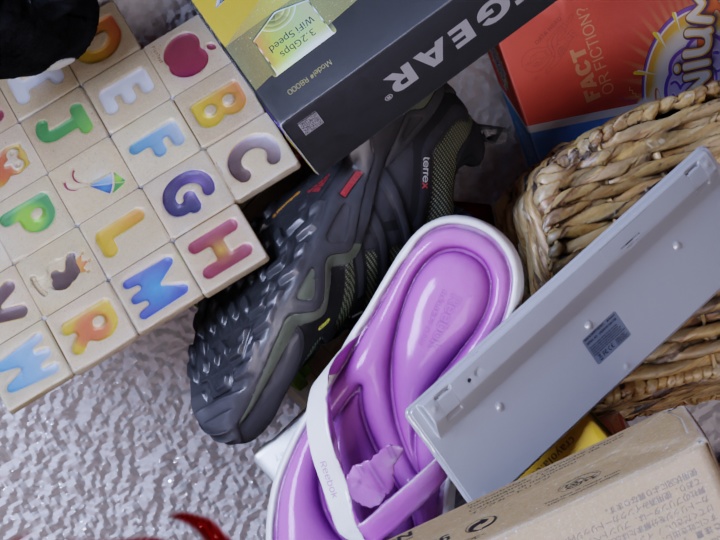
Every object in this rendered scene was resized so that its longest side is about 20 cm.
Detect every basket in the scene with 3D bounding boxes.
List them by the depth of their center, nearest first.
[{"bbox_3d":[0.165,-0.011,1.446,0.199,0.149,0.143,-12,83,-10],"label":"basket"}]

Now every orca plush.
[{"bbox_3d":[-0.153,-0.137,1.289,0.071,0.105,0.200,-1,151,22],"label":"orca plush"}]

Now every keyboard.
[{"bbox_3d":[0.103,0.024,1.314,0.200,0.011,0.056,-41,107,-25],"label":"keyboard"}]

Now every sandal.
[{"bbox_3d":[0.009,0.070,1.299,0.082,0.050,0.203,18,88,9],"label":"sandal"}]

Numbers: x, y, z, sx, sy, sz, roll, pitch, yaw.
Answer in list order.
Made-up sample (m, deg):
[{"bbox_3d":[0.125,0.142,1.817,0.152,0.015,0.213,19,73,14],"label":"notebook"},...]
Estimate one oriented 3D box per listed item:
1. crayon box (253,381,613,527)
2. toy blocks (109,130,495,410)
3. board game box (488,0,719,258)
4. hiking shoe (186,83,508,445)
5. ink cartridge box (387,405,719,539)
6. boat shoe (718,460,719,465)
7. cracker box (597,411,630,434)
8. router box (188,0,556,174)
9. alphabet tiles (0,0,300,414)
[{"bbox_3d":[0.065,0.115,1.336,0.126,0.052,0.200,-43,77,5],"label":"crayon box"},{"bbox_3d":[-0.017,-0.020,1.430,0.137,0.100,0.200,-47,117,-6],"label":"toy blocks"},{"bbox_3d":[0.171,-0.099,1.467,0.200,0.040,0.153,-24,117,-5],"label":"board game box"},{"bbox_3d":[0.000,0.000,1.354,0.101,0.076,0.200,34,79,-28],"label":"hiking shoe"},{"bbox_3d":[0.083,0.174,1.251,0.200,0.075,0.165,-24,100,2],"label":"ink cartridge box"},{"bbox_3d":[0.276,0.146,1.582,0.202,0.075,0.075,13,108,-20],"label":"boat shoe"},{"bbox_3d":[0.091,0.139,1.460,0.134,0.058,0.200,-20,159,10],"label":"cracker box"},{"bbox_3d":[0.015,-0.163,1.331,0.200,0.157,0.052,-37,148,1],"label":"router box"},{"bbox_3d":[-0.134,-0.032,1.352,0.200,0.167,0.006,-31,148,-1],"label":"alphabet tiles"}]
